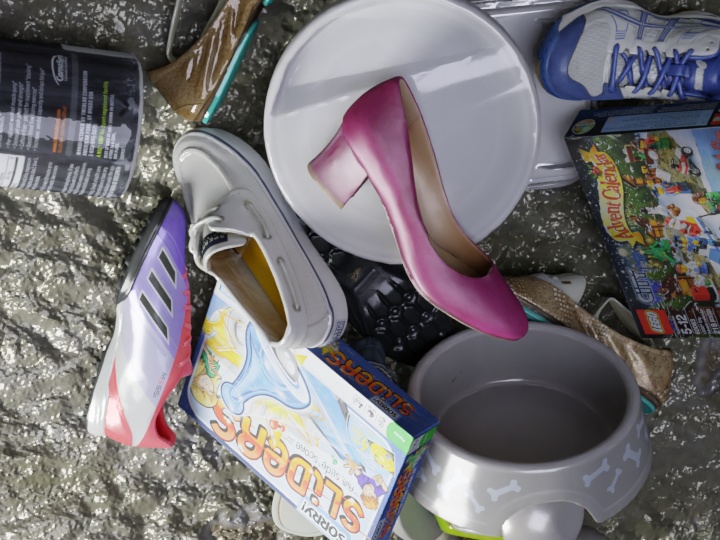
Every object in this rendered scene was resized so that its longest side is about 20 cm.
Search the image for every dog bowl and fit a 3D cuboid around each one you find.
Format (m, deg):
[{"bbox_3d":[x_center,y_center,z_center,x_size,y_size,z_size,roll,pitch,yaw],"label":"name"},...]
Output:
[{"bbox_3d":[0.122,0.112,1.581,0.198,0.201,0.059,-9,128,-11],"label":"dog bowl"}]

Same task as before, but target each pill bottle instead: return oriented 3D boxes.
[{"bbox_3d":[-0.259,-0.113,1.486,0.198,0.106,0.107,6,108,-16],"label":"pill bottle"}]

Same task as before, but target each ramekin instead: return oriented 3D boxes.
[{"bbox_3d":[0.031,-0.116,1.520,0.200,0.094,0.204,1,112,2],"label":"ramekin"}]

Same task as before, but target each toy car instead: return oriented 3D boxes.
[{"bbox_3d":[0.126,0.185,1.678,0.150,0.174,0.201,-56,130,-31],"label":"toy car"}]

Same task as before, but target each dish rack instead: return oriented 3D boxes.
[{"bbox_3d":[0.093,-0.133,1.603,0.198,0.044,0.173,-7,112,-11],"label":"dish rack"}]

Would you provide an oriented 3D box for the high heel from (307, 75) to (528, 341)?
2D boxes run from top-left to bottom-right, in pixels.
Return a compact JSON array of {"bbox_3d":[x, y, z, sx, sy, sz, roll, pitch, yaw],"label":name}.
[{"bbox_3d":[0.061,-0.039,1.459,0.200,0.068,0.096,40,118,-9],"label":"high heel"}]

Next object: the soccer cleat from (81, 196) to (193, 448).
[{"bbox_3d":[-0.152,0.041,1.584,0.073,0.068,0.201,18,110,2],"label":"soccer cleat"}]

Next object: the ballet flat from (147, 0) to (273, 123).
[{"bbox_3d":[-0.091,-0.204,1.526,0.072,0.068,0.201,33,104,-3],"label":"ballet flat"}]

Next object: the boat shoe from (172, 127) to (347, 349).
[{"bbox_3d":[-0.089,-0.023,1.521,0.070,0.201,0.071,-10,149,-46],"label":"boat shoe"}]

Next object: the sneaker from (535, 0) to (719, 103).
[{"bbox_3d":[0.227,-0.160,1.575,0.199,0.088,0.076,-9,114,-30],"label":"sneaker"}]

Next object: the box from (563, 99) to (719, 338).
[{"bbox_3d":[0.251,-0.036,1.602,0.136,0.038,0.201,-2,128,34],"label":"box"}]

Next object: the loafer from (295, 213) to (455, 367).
[{"bbox_3d":[0.000,0.000,1.613,0.068,0.070,0.200,-43,119,8],"label":"loafer"}]

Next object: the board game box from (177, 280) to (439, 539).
[{"bbox_3d":[-0.043,0.106,1.568,0.034,0.200,0.136,-27,147,-45],"label":"board game box"}]

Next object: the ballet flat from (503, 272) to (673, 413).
[{"bbox_3d":[0.174,0.042,1.687,0.199,0.070,0.066,34,72,-25],"label":"ballet flat"}]

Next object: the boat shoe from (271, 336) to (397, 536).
[{"bbox_3d":[-0.022,0.132,1.646,0.074,0.062,0.201,9,135,-11],"label":"boat shoe"}]
